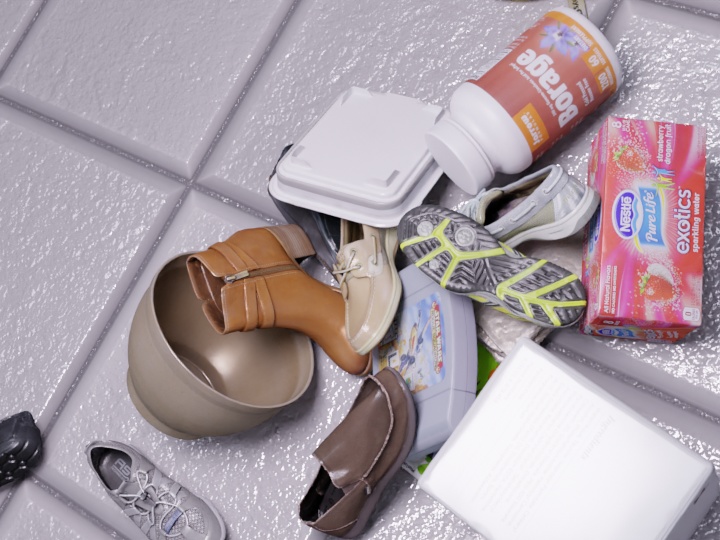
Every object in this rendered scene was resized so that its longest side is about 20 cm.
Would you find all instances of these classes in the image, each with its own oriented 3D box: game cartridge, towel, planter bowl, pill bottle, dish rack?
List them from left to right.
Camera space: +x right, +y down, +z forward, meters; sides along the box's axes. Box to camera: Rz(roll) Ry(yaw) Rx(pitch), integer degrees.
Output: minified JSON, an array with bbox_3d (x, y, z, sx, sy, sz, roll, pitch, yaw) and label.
[{"bbox_3d":[-0.169,0.097,1.310,0.135,0.200,0.201,-45,54,34],"label":"planter bowl"},{"bbox_3d":[0.009,-0.136,1.336,0.171,0.044,0.200,16,46,23],"label":"dish rack"},{"bbox_3d":[0.063,0.084,1.232,0.133,0.041,0.201,-36,48,49],"label":"game cartridge"},{"bbox_3d":[0.168,-0.174,1.281,0.200,0.112,0.112,-41,58,-8],"label":"pill bottle"},{"bbox_3d":[0.179,-0.005,1.262,0.200,0.034,0.133,-44,58,-5],"label":"towel"}]

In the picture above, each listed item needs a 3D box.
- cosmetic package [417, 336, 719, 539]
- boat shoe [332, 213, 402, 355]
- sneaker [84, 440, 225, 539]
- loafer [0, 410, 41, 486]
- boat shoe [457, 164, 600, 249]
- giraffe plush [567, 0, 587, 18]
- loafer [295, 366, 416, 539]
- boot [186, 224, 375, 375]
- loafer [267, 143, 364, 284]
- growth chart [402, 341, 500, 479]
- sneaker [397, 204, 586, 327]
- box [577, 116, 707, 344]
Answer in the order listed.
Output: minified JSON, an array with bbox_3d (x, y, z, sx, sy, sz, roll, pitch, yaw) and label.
[{"bbox_3d":[0.191,0.194,1.091,0.200,0.167,0.167,35,86,25],"label":"cosmetic package"},{"bbox_3d":[0.000,0.000,1.273,0.072,0.065,0.200,-41,31,40],"label":"boat shoe"},{"bbox_3d":[-0.232,0.252,1.321,0.200,0.082,0.075,29,83,31],"label":"sneaker"},{"bbox_3d":[-0.461,0.238,1.448,0.200,0.068,0.071,-34,40,11],"label":"loafer"},{"bbox_3d":[0.148,-0.062,1.207,0.202,0.065,0.075,-9,44,59],"label":"boat shoe"},{"bbox_3d":[0.197,-0.383,1.341,0.172,0.162,0.200,-29,60,11],"label":"giraffe plush"},{"bbox_3d":[-0.006,0.186,1.202,0.073,0.071,0.201,44,121,46],"label":"loafer"},{"bbox_3d":[-0.085,0.045,1.283,0.200,0.154,0.074,53,130,16],"label":"boot"},{"bbox_3d":[-0.042,-0.047,1.377,0.072,0.073,0.200,-49,58,38],"label":"loafer"},{"bbox_3d":[0.115,0.140,1.248,0.144,0.018,0.200,29,82,32],"label":"growth chart"},{"bbox_3d":[0.123,0.005,1.192,0.200,0.076,0.076,31,81,13],"label":"sneaker"},{"bbox_3d":[0.271,-0.037,1.176,0.099,0.096,0.201,6,76,1],"label":"box"}]
